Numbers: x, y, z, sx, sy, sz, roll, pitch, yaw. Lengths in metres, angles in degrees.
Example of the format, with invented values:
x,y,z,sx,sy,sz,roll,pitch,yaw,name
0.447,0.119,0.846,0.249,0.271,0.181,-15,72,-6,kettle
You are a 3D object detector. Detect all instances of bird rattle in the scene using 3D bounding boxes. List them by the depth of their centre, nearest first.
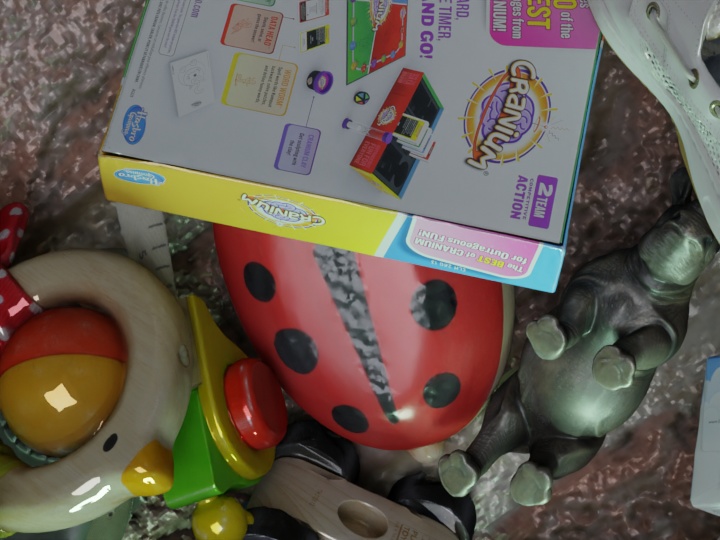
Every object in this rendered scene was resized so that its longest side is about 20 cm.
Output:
x,y,z,sx,sy,sz,roll,pitch,yaw,name
-0.146,0.052,0.893,0.162,0.201,0.113,-12,140,17,bird rattle

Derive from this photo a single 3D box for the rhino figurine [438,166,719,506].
x,y,z,sx,sy,sz,roll,pitch,yaw,name
0.113,0.025,0.904,0.060,0.087,0.201,41,123,12,rhino figurine

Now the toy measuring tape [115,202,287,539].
x,y,z,sx,sy,sz,roll,pitch,yaw,name
-0.076,0.033,0.931,0.073,0.074,0.201,-18,69,13,toy measuring tape

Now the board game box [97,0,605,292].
x,y,z,sx,sy,sz,roll,pitch,yaw,name
0.002,-0.084,0.878,0.198,0.040,0.154,12,63,5,board game box

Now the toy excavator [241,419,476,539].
x,y,z,sx,sy,sz,roll,pitch,yaw,name
-0.001,0.202,0.995,0.193,0.100,0.201,25,122,0,toy excavator

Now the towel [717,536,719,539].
x,y,z,sx,sy,sz,roll,pitch,yaw,name
0.213,0.186,0.906,0.032,0.191,0.201,-16,106,40,towel

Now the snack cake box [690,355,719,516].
x,y,z,sx,sy,sz,roll,pitch,yaw,name
0.249,0.089,0.851,0.199,0.115,0.068,22,69,-34,snack cake box

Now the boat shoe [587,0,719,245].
x,y,z,sx,sy,sz,roll,pitch,yaw,name
0.153,-0.096,0.836,0.070,0.069,0.201,-13,63,-24,boat shoe

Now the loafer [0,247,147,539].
x,y,z,sx,sy,sz,roll,pitch,yaw,name
-0.139,0.086,0.989,0.075,0.070,0.201,20,95,18,loafer

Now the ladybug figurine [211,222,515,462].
x,y,z,sx,sy,sz,roll,pitch,yaw,name
0.000,0.000,0.936,0.135,0.072,0.201,-21,102,13,ladybug figurine
